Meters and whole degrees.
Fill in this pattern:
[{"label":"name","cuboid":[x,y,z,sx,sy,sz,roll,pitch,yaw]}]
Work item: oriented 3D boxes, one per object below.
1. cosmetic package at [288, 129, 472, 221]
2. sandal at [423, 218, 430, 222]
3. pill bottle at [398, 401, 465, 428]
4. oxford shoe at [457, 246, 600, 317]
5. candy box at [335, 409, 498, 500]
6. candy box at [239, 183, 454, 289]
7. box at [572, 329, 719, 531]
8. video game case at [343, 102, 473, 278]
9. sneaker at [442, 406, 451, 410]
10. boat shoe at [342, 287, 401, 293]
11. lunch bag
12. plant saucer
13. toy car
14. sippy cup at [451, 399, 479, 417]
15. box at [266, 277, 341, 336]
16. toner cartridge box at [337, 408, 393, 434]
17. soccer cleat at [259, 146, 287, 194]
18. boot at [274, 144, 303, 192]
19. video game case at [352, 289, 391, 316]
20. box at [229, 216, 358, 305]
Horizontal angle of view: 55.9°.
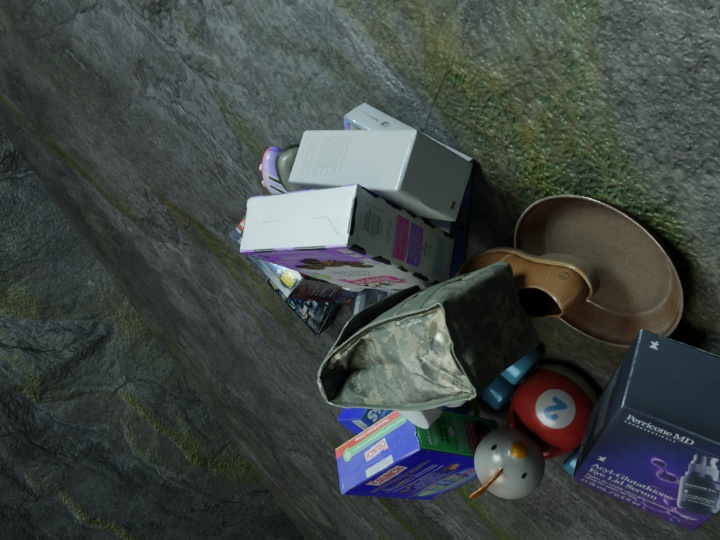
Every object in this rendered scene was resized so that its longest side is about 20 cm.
[{"label":"cosmetic package","cuboid":[0.018,-0.114,0.795,0.101,0.071,0.200,21,175,-42]},{"label":"sandal","cuboid":[0.015,-0.069,0.938,0.200,0.048,0.075,12,134,33]},{"label":"pill bottle","cuboid":[0.122,0.109,0.903,0.111,0.200,0.111,38,159,18]},{"label":"oxford shoe","cuboid":[0.174,0.018,0.793,0.200,0.071,0.071,1,127,58]},{"label":"candy box","cuboid":[0.091,0.277,1.016,0.169,0.200,0.077,-39,50,32]},{"label":"candy box","cuboid":[-0.011,-0.032,0.813,0.168,0.072,0.200,-2,165,40]},{"label":"box","cuboid":[0.337,0.178,0.743,0.148,0.104,0.200,20,145,16]},{"label":"video game case","cuboid":[0.062,-0.102,0.915,0.181,0.045,0.200,33,148,28]},{"label":"sneaker","cuboid":[0.137,0.179,1.024,0.079,0.096,0.200,45,117,-2]},{"label":"boat shoe","cuboid":[0.000,0.000,0.997,0.072,0.200,0.069,-123,45,-61]},{"label":"lunch bag","cuboid":[0.063,0.078,0.739,0.200,0.164,0.118,-22,90,39]},{"label":"plant saucer","cuboid":[0.262,-0.005,0.745,0.200,0.037,0.200,36,149,25]},{"label":"toy car","cuboid":[0.223,0.238,0.923,0.184,0.200,0.177,40,151,19]},{"label":"sippy cup","cuboid":[0.106,0.231,1.166,0.140,0.130,0.178,54,152,-7]},{"label":"box","cuboid":[-0.105,0.027,1.323,0.159,0.046,0.200,46,152,10]},{"label":"toner cartridge box","cuboid":[0.048,0.171,1.100,0.043,0.200,0.095,41,155,-12]},{"label":"soccer cleat","cuboid":[-0.105,-0.119,1.130,0.076,0.067,0.200,18,141,33]},{"label":"boot","cuboid":[-0.051,-0.095,1.045,0.131,0.068,0.200,43,164,46]},{"label":"video game case","cuboid":[0.030,0.091,1.118,0.019,0.143,0.200,17,162,-23]},{"label":"box","cuboid":[-0.092,-0.011,1.032,0.137,0.040,0.200,45,-167,21]}]
